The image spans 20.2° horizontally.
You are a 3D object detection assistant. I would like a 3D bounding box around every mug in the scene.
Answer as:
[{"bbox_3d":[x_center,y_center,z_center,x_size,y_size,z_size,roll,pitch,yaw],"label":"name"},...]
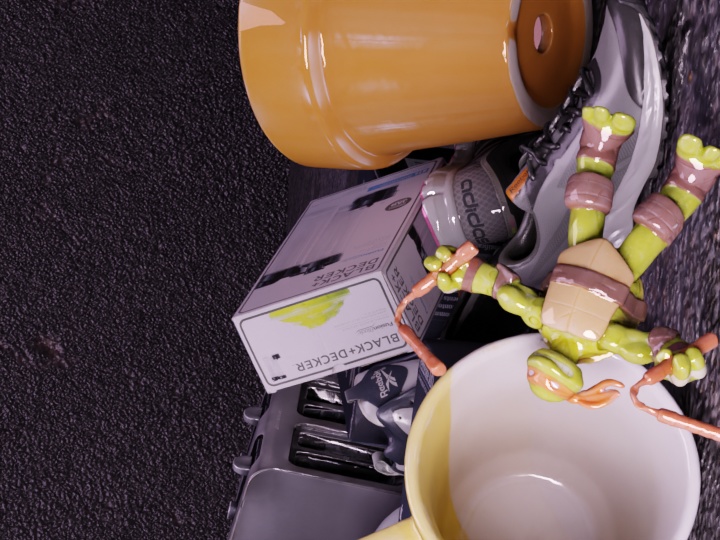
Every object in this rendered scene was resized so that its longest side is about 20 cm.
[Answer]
[{"bbox_3d":[0.078,0.127,1.089,0.153,0.186,0.150,92,-174,-68],"label":"mug"}]

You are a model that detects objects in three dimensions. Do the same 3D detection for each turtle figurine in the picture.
[{"bbox_3d":[0.128,0.007,1.021,0.162,0.200,0.064,-64,-32,-10],"label":"turtle figurine"}]

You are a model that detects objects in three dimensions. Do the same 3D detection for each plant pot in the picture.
[{"bbox_3d":[0.048,-0.163,1.361,0.200,0.183,0.201,-17,-70,-55],"label":"plant pot"}]

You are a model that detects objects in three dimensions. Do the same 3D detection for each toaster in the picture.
[{"bbox_3d":[-0.016,0.192,1.796,0.181,0.199,0.119,-80,3,-62],"label":"toaster"}]

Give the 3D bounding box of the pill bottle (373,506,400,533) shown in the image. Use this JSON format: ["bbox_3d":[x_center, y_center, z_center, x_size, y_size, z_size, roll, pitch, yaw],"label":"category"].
[{"bbox_3d":[0.052,0.224,1.460,0.200,0.110,0.111,115,159,-71],"label":"pill bottle"}]

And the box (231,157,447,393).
[{"bbox_3d":[0.000,0.000,1.389,0.060,0.116,0.200,65,-156,-18],"label":"box"}]

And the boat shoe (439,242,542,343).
[{"bbox_3d":[0.078,0.072,1.382,0.063,0.074,0.202,-30,-34,-59],"label":"boat shoe"}]

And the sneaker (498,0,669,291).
[{"bbox_3d":[0.131,-0.069,1.184,0.074,0.079,0.201,-93,12,-61],"label":"sneaker"}]

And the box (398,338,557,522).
[{"bbox_3d":[0.085,0.158,1.256,0.148,0.107,0.201,-118,35,-79],"label":"box"}]

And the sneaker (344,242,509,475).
[{"bbox_3d":[0.057,0.071,1.465,0.080,0.129,0.200,-100,17,-60],"label":"sneaker"}]

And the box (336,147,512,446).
[{"bbox_3d":[0.051,0.017,1.607,0.197,0.117,0.201,-104,21,-73],"label":"box"}]

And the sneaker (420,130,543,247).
[{"bbox_3d":[0.109,-0.066,1.419,0.200,0.087,0.074,-47,-55,-64],"label":"sneaker"}]
